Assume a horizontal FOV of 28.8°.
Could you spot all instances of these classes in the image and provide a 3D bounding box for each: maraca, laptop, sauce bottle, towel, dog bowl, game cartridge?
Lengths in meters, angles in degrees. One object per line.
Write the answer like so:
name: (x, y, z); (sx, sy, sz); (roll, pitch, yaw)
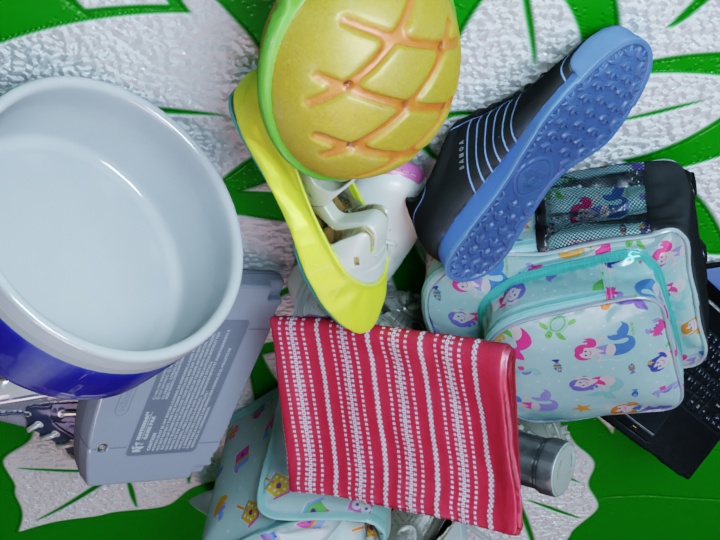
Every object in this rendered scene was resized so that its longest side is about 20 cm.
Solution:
maraca: (-0.001, -0.138, 0.817); (0.137, 0.107, 0.200); (-27, 135, -23)
laptop: (0.306, 0.080, 1.114); (0.177, 0.103, 0.200); (36, 93, -38)
sauce bottle: (0.059, 0.122, 1.031); (0.199, 0.065, 0.065); (11, 153, 32)
towel: (0.024, 0.109, 0.996); (0.199, 0.022, 0.145); (6, 110, 31)
dog bowl: (-0.179, -0.021, 0.908); (0.200, 0.201, 0.079); (24, 142, -30)
game cartridge: (-0.150, 0.083, 1.102); (0.133, 0.040, 0.200); (0, 125, -43)

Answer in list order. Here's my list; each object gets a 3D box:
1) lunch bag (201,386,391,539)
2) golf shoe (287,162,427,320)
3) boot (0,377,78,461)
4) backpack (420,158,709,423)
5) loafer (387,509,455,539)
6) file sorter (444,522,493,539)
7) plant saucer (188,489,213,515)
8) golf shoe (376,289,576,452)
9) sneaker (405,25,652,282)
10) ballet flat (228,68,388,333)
lunch bag: (-0.039, 0.177, 1.210); (0.122, 0.171, 0.200); (32, 136, -24)
golf shoe: (0.000, 0.000, 1.028); (0.075, 0.092, 0.200); (12, 142, -13)
boot: (-0.251, 0.126, 1.176); (0.199, 0.091, 0.073); (-9, -177, -5)
backpack: (0.144, 0.019, 1.008); (0.199, 0.151, 0.178); (-3, 140, 18)
loafer: (0.067, 0.181, 1.203); (0.076, 0.201, 0.067); (22, 177, -7)
file sorter: (0.060, 0.265, 1.305); (0.138, 0.201, 0.124); (-24, 143, 23)
plant saucer: (-0.071, 0.251, 1.380); (0.200, 0.039, 0.201); (23, 173, 3)
golf shoe: (0.077, 0.105, 1.104); (0.200, 0.078, 0.097); (41, 132, 5)
sneaker: (0.102, -0.088, 0.914); (0.070, 0.078, 0.200); (20, 117, -46)
ballet flat: (-0.019, -0.045, 0.926); (0.067, 0.067, 0.200); (-10, 116, 38)
